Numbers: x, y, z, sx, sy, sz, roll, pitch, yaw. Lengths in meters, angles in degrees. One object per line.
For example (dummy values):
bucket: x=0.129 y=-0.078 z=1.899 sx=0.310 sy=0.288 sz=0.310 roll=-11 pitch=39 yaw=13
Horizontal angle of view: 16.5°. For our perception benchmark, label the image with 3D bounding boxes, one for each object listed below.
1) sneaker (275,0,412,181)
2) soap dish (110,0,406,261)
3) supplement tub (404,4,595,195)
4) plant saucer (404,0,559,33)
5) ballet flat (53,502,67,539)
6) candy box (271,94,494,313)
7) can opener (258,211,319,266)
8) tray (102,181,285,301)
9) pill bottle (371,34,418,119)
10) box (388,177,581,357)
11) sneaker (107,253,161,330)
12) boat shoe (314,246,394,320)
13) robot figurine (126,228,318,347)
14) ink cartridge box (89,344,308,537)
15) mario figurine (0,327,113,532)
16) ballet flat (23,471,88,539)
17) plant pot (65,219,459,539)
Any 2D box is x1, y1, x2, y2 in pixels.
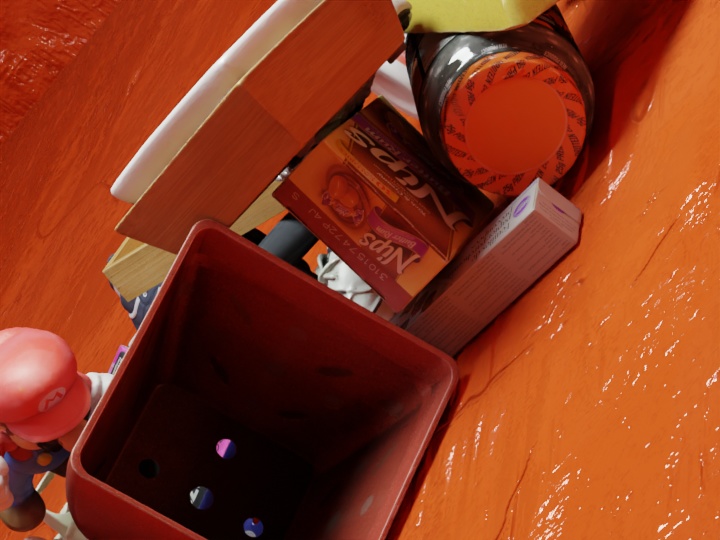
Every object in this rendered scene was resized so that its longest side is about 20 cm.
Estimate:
sneaker: x=-0.033 y=-0.140 z=1.738 sx=0.075 sy=0.081 sz=0.200 roll=-49 pitch=-6 yaw=-41
soap dish: x=-0.065 y=-0.102 z=1.627 sx=0.157 sy=0.081 sz=0.200 roll=-48 pitch=3 yaw=-39
supplement tub: x=0.097 y=-0.130 z=1.736 sx=0.123 sy=0.122 sz=0.200 roll=-50 pitch=17 yaw=15
plant saucer: x=0.104 y=-0.233 z=1.734 sx=0.200 sy=0.049 sz=0.200 roll=-36 pitch=24 yaw=-29
ballet flat: x=-0.220 y=0.225 z=2.031 sx=0.068 sy=0.067 sz=0.200 roll=-46 pitch=18 yaw=28
candy box: x=0.020 y=-0.048 z=1.702 sx=0.056 sy=0.117 sz=0.200 roll=-46 pitch=0 yaw=19
can opener: x=-0.031 y=-0.041 z=1.898 sx=0.200 sy=0.079 sz=0.064 roll=-38 pitch=-20 yaw=-53
tray: x=-0.101 y=-0.052 z=1.912 sx=0.200 sy=0.037 sz=0.099 roll=-28 pitch=18 yaw=32
pill bottle: x=0.076 y=-0.228 z=2.017 sx=0.200 sy=0.112 sz=0.112 roll=-56 pitch=16 yaw=-7
box: x=0.069 y=0.019 z=1.664 sx=0.200 sy=0.041 sz=0.039 roll=-45 pitch=18 yaw=33
sneaker: x=-0.154 y=0.005 z=2.189 sx=0.070 sy=0.109 sz=0.200 roll=-26 pitch=-7 yaw=-39
boat shoe: x=0.000 y=0.000 z=1.853 sx=0.200 sy=0.066 sz=0.072 roll=-59 pitch=17 yaw=-16
robot figurine: x=-0.115 y=0.066 z=1.937 sx=0.200 sy=0.125 sz=0.150 roll=-54 pitch=-11 yaw=5
ink cartridge box: x=-0.128 y=0.134 z=1.816 sx=0.200 sy=0.037 sz=0.095 roll=27 pitch=93 yaw=42
mario figurine: x=-0.206 y=0.115 z=1.660 sx=0.200 sy=0.106 sz=0.124 roll=101 pitch=171 yaw=-64
ballet flat: x=-0.209 y=0.190 z=1.761 sx=0.069 sy=0.069 sz=0.201 roll=-38 pitch=28 yaw=45
plant pot: x=-0.084 y=0.123 z=1.641 sx=0.200 sy=0.200 sz=0.176 roll=-64 pitch=7 yaw=-30
